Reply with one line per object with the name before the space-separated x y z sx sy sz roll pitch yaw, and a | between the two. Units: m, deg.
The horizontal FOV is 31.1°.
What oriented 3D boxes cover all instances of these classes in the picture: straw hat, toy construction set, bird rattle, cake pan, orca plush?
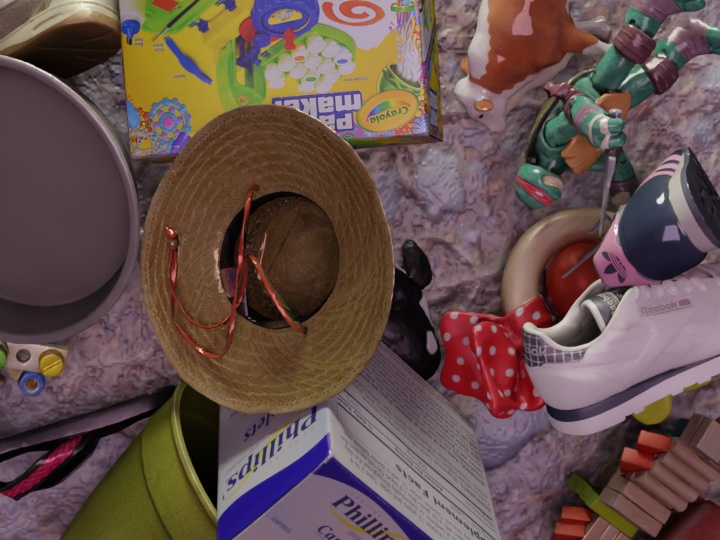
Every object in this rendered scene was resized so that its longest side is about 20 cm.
straw hat | -0.042 -0.009 0.828 0.199 0.085 0.204 4 97 33
toy construction set | -0.321 0.051 0.926 0.199 0.092 0.131 39 95 -7
bird rattle | 0.159 0.036 0.965 0.197 0.113 0.165 7 80 3
cake pan | -0.234 -0.049 0.865 0.198 0.037 0.203 5 113 13
orca plush | 0.000 0.000 0.948 0.104 0.071 0.202 -19 98 -1

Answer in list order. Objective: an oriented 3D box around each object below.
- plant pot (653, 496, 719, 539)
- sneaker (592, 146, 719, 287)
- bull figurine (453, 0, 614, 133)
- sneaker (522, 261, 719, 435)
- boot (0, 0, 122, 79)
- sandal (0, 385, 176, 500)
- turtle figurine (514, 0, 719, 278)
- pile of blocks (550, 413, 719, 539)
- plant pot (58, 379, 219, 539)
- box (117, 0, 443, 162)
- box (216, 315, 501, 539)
plant pot | 0.247 0.288 0.949 0.200 0.201 0.196 41 86 -7
sneaker | 0.197 -0.033 0.853 0.082 0.200 0.071 -31 85 19
bull figurine | 0.131 -0.197 0.932 0.120 0.065 0.203 -1 105 -13
sneaker | 0.202 0.031 0.859 0.198 0.076 0.081 -29 109 -10
boot | -0.243 -0.203 0.902 0.198 0.072 0.157 -14 70 33
sandal | -0.224 0.136 0.951 0.198 0.075 0.046 -18 85 -3
turtle figurine | 0.168 -0.098 0.887 0.100 0.150 0.201 36 95 21
pile of blocks | 0.204 0.148 0.958 0.062 0.082 0.200 36 117 -20
plant pot | -0.131 0.210 0.923 0.192 0.201 0.201 -38 98 15
box | -0.052 -0.177 0.872 0.197 0.122 0.195 -3 93 8
box | -0.001 0.142 0.874 0.105 0.201 0.184 -39 116 17
